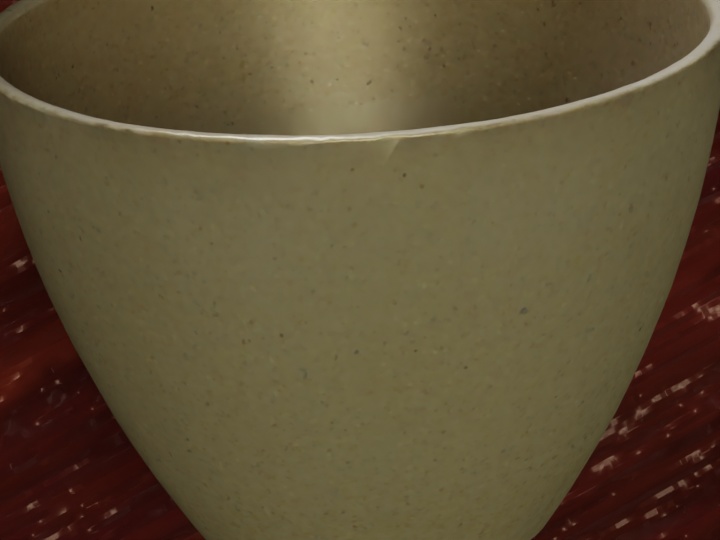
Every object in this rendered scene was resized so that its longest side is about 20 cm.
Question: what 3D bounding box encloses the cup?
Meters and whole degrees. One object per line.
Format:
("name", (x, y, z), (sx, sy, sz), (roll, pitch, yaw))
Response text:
("cup", (0.000, 0.000, 0.769), (0.199, 0.200, 0.144), (-4, 111, -5))
